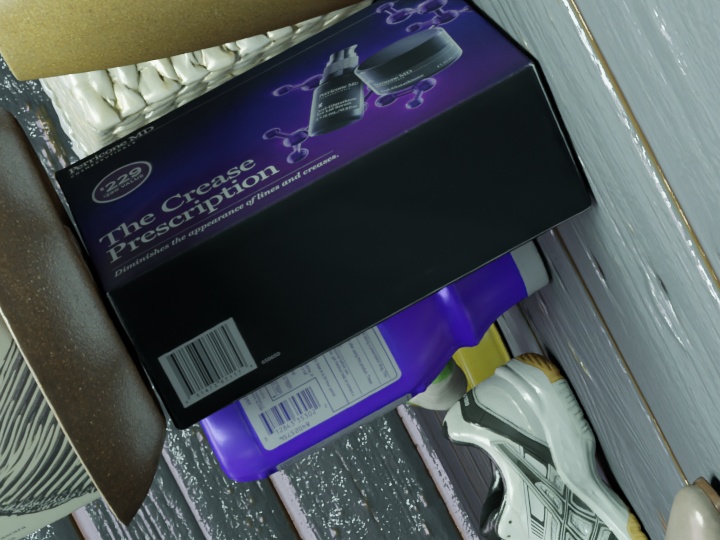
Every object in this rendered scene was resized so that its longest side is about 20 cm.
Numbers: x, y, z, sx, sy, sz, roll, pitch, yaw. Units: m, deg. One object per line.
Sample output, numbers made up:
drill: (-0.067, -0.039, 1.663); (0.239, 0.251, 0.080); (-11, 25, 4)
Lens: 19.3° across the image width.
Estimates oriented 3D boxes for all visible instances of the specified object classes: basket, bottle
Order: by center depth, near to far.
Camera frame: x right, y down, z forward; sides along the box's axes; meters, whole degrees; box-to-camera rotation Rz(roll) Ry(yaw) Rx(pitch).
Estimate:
bottle: (0.003, 0.033, 1.118); (0.084, 0.199, 0.065); (60, 176, 13)
basket: (-0.114, -0.185, 1.225); (0.201, 0.197, 0.161); (62, 175, 0)

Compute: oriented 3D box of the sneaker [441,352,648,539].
sneaker: (0.118, 0.153, 1.286); (0.201, 0.087, 0.076); (61, 175, -2)

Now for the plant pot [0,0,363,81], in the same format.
plant pot: (-0.099, -0.179, 1.022); (0.188, 0.199, 0.186); (61, 176, 8)

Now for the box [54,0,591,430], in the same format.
box: (-0.021, -0.036, 0.925); (0.079, 0.199, 0.141); (64, 175, -26)

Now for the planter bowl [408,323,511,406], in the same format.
planter bowl: (0.042, 0.037, 1.558); (0.202, 0.083, 0.200); (61, 177, 6)

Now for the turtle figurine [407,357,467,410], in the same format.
turtle figurine: (0.000, 0.000, 1.264); (0.194, 0.198, 0.145); (51, -157, -59)

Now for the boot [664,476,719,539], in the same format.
boot: (0.126, 0.197, 0.994); (0.201, 0.145, 0.070); (65, 177, -39)

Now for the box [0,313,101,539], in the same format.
box: (-0.172, 0.049, 0.900); (0.069, 0.082, 0.200); (61, 176, 26)

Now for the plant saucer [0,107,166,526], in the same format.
plant saucer: (-0.126, 0.007, 0.871); (0.202, 0.036, 0.201); (63, 174, 11)
